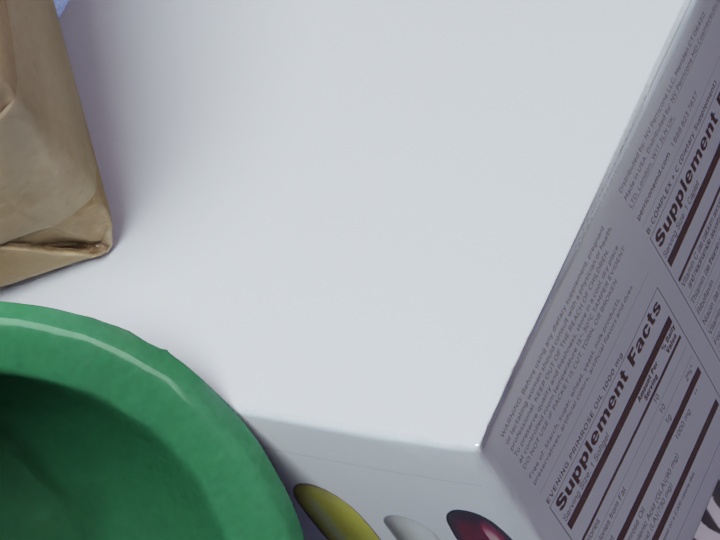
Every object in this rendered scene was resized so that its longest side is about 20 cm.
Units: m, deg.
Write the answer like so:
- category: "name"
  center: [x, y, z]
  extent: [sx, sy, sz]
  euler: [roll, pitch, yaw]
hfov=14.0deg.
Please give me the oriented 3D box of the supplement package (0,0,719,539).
- category: "supplement package"
  center: [0.000, 0.000, 0.801]
  extent: [0.199, 0.111, 0.156]
  euler: [8, 58, 35]

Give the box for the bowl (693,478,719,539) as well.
- category: "bowl"
  center: [0.036, 0.095, 0.853]
  extent: [0.200, 0.094, 0.201]
  euler: [-13, 54, 18]

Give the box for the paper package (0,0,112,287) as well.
- category: "paper package"
  center: [-0.182, -0.076, 0.769]
  extent: [0.190, 0.104, 0.201]
  euler: [-18, 63, 1]

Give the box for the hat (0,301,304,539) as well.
- category: "hat"
  center: [-0.114, 0.078, 0.800]
  extent: [0.199, 0.176, 0.166]
  euler: [-4, 98, -2]

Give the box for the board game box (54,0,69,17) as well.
- category: "board game box"
  center: [-0.061, -0.109, 0.942]
  extent: [0.199, 0.043, 0.200]
  euler: [14, 88, -11]
